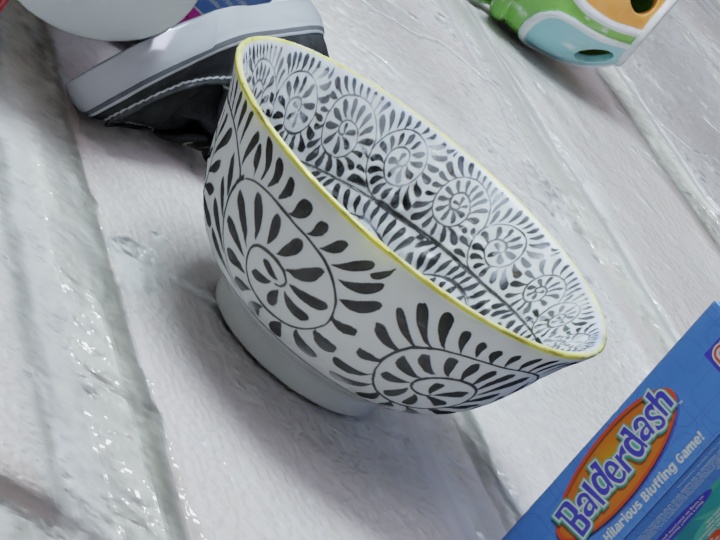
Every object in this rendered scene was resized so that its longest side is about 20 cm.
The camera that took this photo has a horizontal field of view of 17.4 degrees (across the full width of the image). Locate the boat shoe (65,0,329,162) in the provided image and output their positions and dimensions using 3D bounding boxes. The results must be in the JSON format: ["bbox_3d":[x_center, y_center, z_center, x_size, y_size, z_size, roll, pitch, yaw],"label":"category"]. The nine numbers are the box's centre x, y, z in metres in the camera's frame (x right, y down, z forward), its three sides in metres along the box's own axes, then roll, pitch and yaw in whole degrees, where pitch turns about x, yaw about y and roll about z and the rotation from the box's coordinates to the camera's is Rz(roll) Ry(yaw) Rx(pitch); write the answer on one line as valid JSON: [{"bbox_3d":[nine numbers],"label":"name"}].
[{"bbox_3d":[-0.067,-0.085,1.133,0.066,0.070,0.200,65,25,0],"label":"boat shoe"}]

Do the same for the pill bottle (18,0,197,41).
[{"bbox_3d":[-0.102,-0.206,1.086,0.114,0.114,0.200,32,42,-23],"label":"pill bottle"}]

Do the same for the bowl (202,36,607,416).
[{"bbox_3d":[0.000,0.000,1.005,0.201,0.094,0.201,35,18,-13],"label":"bowl"}]

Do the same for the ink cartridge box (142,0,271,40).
[{"bbox_3d":[-0.060,-0.217,1.220,0.076,0.200,0.136,39,14,-44],"label":"ink cartridge box"}]

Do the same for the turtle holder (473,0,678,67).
[{"bbox_3d":[0.169,-0.218,1.850,0.132,0.186,0.141,40,49,2],"label":"turtle holder"}]

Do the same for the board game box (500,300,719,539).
[{"bbox_3d":[0.162,0.097,1.007,0.200,0.152,0.045,18,27,-51],"label":"board game box"}]

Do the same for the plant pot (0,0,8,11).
[{"bbox_3d":[-0.210,-0.156,0.801,0.182,0.201,0.200,34,17,7],"label":"plant pot"}]
